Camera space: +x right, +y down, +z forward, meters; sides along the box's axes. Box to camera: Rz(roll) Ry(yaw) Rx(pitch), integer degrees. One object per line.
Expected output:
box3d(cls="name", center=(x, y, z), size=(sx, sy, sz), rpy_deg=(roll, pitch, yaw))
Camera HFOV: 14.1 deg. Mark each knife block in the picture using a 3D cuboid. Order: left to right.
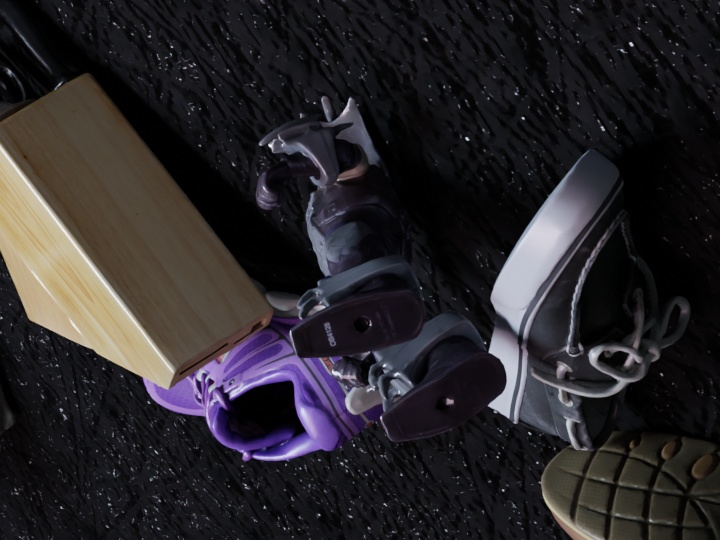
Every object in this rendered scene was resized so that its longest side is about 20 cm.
box3d(cls="knife block", center=(-0.142, -0.050, 1.419), size=(0.200, 0.064, 0.176), rpy_deg=(23, 139, 51))

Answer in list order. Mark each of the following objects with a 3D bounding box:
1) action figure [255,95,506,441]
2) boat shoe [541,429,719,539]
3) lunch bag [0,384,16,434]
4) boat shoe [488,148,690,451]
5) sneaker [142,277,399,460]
box3d(cls="action figure", center=(0.000, 0.000, 1.244), size=(0.130, 0.069, 0.200), rpy_deg=(59, -177, -22))
box3d(cls="boat shoe", center=(0.161, 0.127, 1.236), size=(0.200, 0.072, 0.068), rpy_deg=(20, 140, 38))
box3d(cls="lunch bag", center=(-0.341, 0.071, 1.771), size=(0.200, 0.164, 0.118), rpy_deg=(27, 144, 34))
box3d(cls="boat shoe", center=(0.093, 0.021, 1.196), size=(0.068, 0.074, 0.199), rpy_deg=(33, 152, 13))
box3d(cls="sneaker", center=(-0.057, 0.053, 1.436), size=(0.200, 0.083, 0.081), rpy_deg=(-2, 125, 57))
